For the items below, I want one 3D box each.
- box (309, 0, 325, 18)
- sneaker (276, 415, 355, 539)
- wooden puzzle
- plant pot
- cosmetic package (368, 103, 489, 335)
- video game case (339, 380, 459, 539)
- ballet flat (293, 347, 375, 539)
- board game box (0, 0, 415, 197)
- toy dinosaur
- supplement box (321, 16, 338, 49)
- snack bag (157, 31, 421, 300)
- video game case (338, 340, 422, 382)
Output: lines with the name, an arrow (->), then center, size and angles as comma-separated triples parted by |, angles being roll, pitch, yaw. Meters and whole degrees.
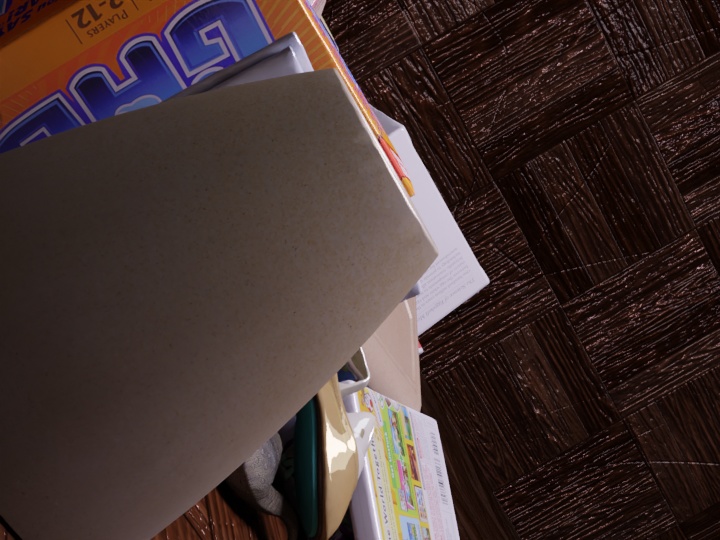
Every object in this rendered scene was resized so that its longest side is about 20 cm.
box -> -0.107, -0.148, 1.209 | 0.109, 0.128, 0.200 | 29, -30, 2
sneaker -> -0.022, 0.165, 1.240 | 0.201, 0.074, 0.088 | 61, 8, 0
wooden puzzle -> 0.000, 0.000, 1.370 | 0.185, 0.037, 0.201 | 54, 31, -43
plant pot -> -0.074, 0.002, 0.727 | 0.188, 0.199, 0.187 | 60, 4, -7
cosmetic package -> -0.015, -0.023, 1.652 | 0.201, 0.199, 0.123 | 59, -9, -28
video game case -> 0.035, 0.195, 1.259 | 0.182, 0.023, 0.201 | 32, 45, -63
ballet flat -> -0.020, 0.088, 1.146 | 0.069, 0.063, 0.201 | 112, -28, -54
board game box -> -0.119, -0.111, 0.972 | 0.201, 0.199, 0.200 | 57, 4, -31
toy dinosaur -> -0.077, 0.097, 1.085 | 0.102, 0.076, 0.202 | -67, 159, -82
supplement box -> -0.156, -0.244, 1.530 | 0.135, 0.199, 0.200 | 62, 3, 28
snack bag -> -0.075, -0.011, 0.902 | 0.200, 0.188, 0.021 | 57, 5, -42
video game case -> -0.046, 0.021, 1.496 | 0.017, 0.143, 0.201 | -6, 64, -61
